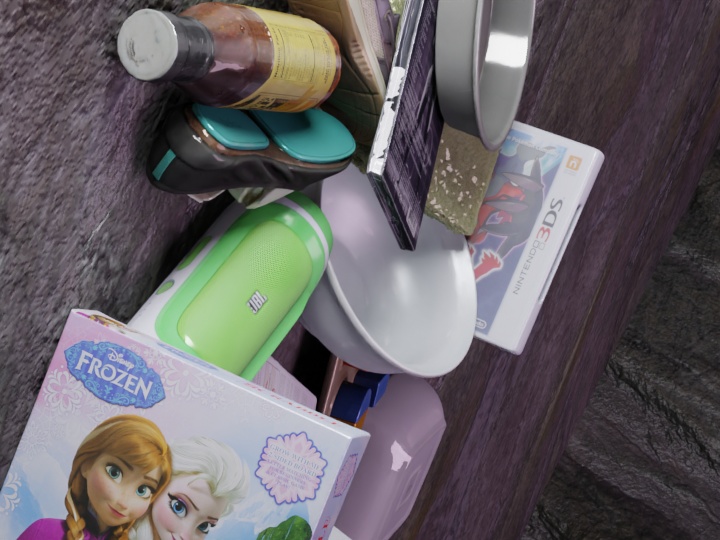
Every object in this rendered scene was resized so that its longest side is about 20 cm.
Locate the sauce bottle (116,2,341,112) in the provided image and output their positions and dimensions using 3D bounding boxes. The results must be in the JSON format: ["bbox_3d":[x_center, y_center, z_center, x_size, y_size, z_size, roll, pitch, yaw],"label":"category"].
[{"bbox_3d":[-0.079,-0.130,0.998,0.200,0.066,0.066,-6,118,-63],"label":"sauce bottle"}]

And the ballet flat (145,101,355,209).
[{"bbox_3d":[-0.077,-0.077,1.082,0.068,0.068,0.200,-45,161,22],"label":"ballet flat"}]

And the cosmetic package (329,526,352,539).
[{"bbox_3d":[-0.080,0.289,1.255,0.113,0.081,0.200,-20,141,-61],"label":"cosmetic package"}]

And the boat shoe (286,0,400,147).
[{"bbox_3d":[-0.004,-0.165,1.122,0.065,0.072,0.200,-52,147,-23],"label":"boat shoe"}]

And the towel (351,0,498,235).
[{"bbox_3d":[0.053,-0.122,1.291,0.200,0.036,0.149,30,73,-50],"label":"towel"}]

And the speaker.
[{"bbox_3d":[-0.096,0.028,1.119,0.200,0.088,0.089,-54,159,-40],"label":"speaker"}]

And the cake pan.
[{"bbox_3d":[0.095,-0.190,1.221,0.200,0.037,0.201,8,90,-74],"label":"cake pan"}]

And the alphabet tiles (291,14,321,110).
[{"bbox_3d":[-0.032,-0.154,1.208,0.200,0.015,0.196,-48,155,-49],"label":"alphabet tiles"}]

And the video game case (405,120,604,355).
[{"bbox_3d":[0.084,-0.047,1.392,0.023,0.200,0.183,27,86,-61],"label":"video game case"}]

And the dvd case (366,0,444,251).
[{"bbox_3d":[0.043,-0.132,1.174,0.149,0.016,0.201,61,40,-68],"label":"dvd case"}]

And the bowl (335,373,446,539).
[{"bbox_3d":[0.022,0.215,1.752,0.200,0.074,0.201,-29,142,-67],"label":"bowl"}]

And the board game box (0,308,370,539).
[{"bbox_3d":[-0.122,0.152,0.997,0.200,0.199,0.041,-69,164,2],"label":"board game box"}]

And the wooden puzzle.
[{"bbox_3d":[0.003,0.084,1.542,0.185,0.046,0.201,-44,154,-72],"label":"wooden puzzle"}]

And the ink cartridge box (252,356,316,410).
[{"bbox_3d":[-0.089,0.157,1.313,0.200,0.050,0.163,49,46,-67],"label":"ink cartridge box"}]

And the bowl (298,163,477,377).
[{"bbox_3d":[0.000,0.000,1.309,0.201,0.090,0.202,31,49,-42],"label":"bowl"}]
